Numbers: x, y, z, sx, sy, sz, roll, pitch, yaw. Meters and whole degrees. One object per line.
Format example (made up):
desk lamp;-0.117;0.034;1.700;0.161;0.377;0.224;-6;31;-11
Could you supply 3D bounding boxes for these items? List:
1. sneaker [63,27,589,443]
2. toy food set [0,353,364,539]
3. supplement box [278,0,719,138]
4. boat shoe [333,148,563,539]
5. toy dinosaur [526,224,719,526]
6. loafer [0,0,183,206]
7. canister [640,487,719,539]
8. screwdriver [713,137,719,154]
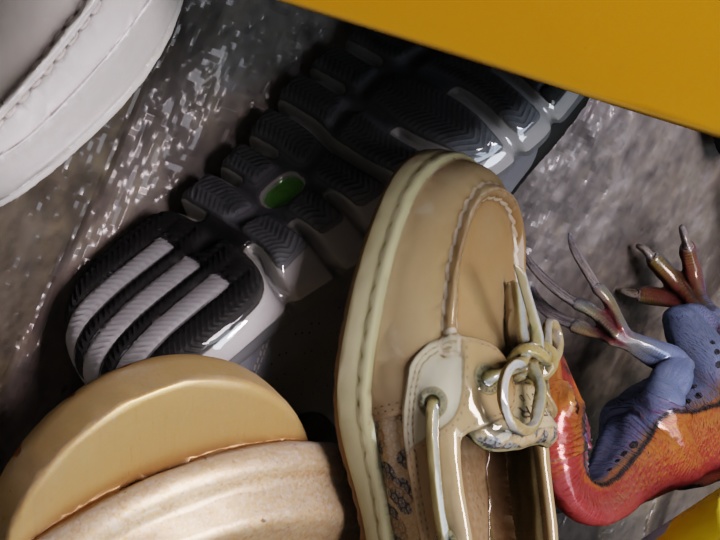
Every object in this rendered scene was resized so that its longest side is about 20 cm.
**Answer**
sneaker;0.000;0.000;0.737;0.200;0.075;0.116;-36;140;-18
toy food set;-0.067;0.121;0.697;0.198;0.049;0.200;-46;144;9
supplement box;0.092;-0.119;0.614;0.200;0.197;0.133;-26;133;-70
boat shoe;0.036;0.065;0.661;0.073;0.063;0.200;-7;98;-56
toy dinosaur;0.113;0.045;0.825;0.182;0.200;0.105;-69;162;-71
loafer;-0.068;-0.111;0.588;0.200;0.070;0.070;-65;149;-14
canister;0.103;0.152;0.838;0.200;0.087;0.148;-39;157;32
screwdriver;0.134;-0.122;0.855;0.028;0.029;0.200;-40;133;-28
